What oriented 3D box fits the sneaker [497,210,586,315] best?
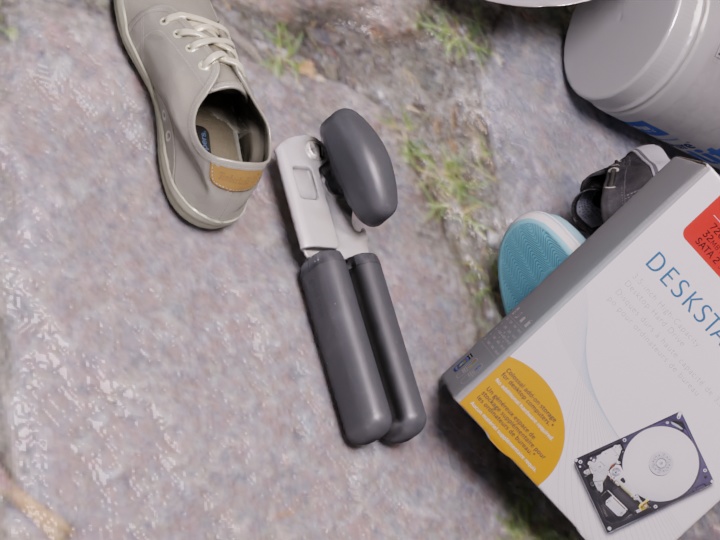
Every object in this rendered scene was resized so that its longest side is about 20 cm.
[{"bbox_3d":[0.175,0.034,1.193,0.131,0.080,0.200,-35,98,-46],"label":"sneaker"}]

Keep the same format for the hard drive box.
[{"bbox_3d":[0.174,0.056,1.085,0.156,0.200,0.077,46,2,-7],"label":"hard drive box"}]

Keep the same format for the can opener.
[{"bbox_3d":[0.000,0.000,1.069,0.053,0.067,0.200,3,61,-39],"label":"can opener"}]

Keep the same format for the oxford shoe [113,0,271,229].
[{"bbox_3d":[-0.095,-0.121,1.077,0.075,0.058,0.200,4,58,-37],"label":"oxford shoe"}]

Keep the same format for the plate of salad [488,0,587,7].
[{"bbox_3d":[0.124,-0.252,1.320,0.200,0.048,0.200,0,52,1],"label":"plate of salad"}]

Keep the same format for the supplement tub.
[{"bbox_3d":[0.266,-0.148,1.356,0.200,0.132,0.132,21,50,-28],"label":"supplement tub"}]

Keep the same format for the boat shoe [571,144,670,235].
[{"bbox_3d":[0.173,-0.043,1.214,0.200,0.066,0.070,-85,169,-81],"label":"boat shoe"}]
